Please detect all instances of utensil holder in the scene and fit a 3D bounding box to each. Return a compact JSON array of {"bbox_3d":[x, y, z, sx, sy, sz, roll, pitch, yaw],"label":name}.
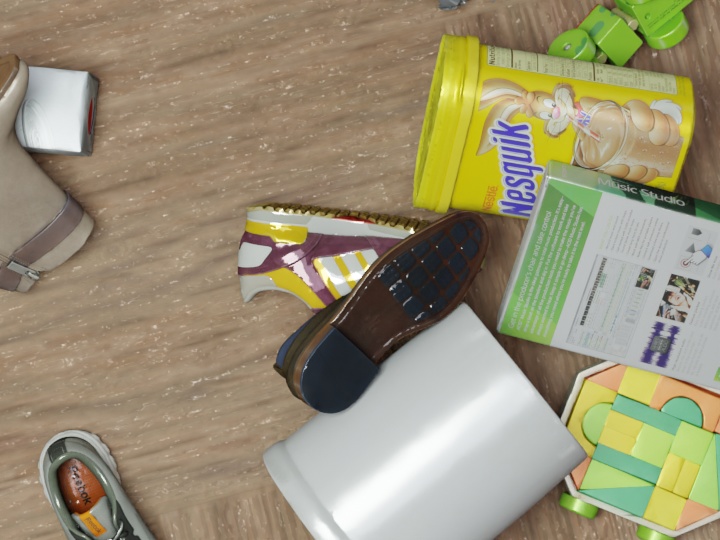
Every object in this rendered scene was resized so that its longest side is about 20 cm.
[{"bbox_3d":[0.052,0.146,1.515,0.200,0.170,0.170,-39,90,2],"label":"utensil holder"}]

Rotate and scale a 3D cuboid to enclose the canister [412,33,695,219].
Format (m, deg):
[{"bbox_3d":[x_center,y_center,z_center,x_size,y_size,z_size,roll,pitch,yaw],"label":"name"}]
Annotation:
[{"bbox_3d":[0.151,-0.103,1.539,0.199,0.087,0.149,8,134,-3],"label":"canister"}]

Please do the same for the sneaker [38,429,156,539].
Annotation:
[{"bbox_3d":[-0.199,0.222,1.562,0.074,0.079,0.201,-32,91,-3],"label":"sneaker"}]

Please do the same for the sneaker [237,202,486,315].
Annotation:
[{"bbox_3d":[0.000,0.000,1.575,0.199,0.075,0.091,9,98,6],"label":"sneaker"}]

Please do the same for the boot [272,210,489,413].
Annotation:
[{"bbox_3d":[0.010,0.023,1.516,0.200,0.097,0.075,-43,110,-13],"label":"boot"}]

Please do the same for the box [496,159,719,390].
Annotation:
[{"bbox_3d":[0.220,0.006,1.523,0.199,0.036,0.145,14,118,-4],"label":"box"}]

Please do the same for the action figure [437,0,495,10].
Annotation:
[{"bbox_3d":[0.048,-0.282,1.578,0.199,0.069,0.131,5,82,-4],"label":"action figure"}]

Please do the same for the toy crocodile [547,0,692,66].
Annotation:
[{"bbox_3d":[0.206,-0.195,1.582,0.200,0.062,0.068,-43,129,1],"label":"toy crocodile"}]

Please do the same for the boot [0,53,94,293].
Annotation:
[{"bbox_3d":[-0.272,-0.068,1.530,0.146,0.070,0.200,32,125,-28],"label":"boot"}]

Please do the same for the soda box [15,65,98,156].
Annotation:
[{"bbox_3d":[-0.316,-0.135,1.571,0.199,0.063,0.069,6,90,0],"label":"soda box"}]

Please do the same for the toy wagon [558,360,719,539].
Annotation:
[{"bbox_3d":[0.258,0.147,1.586,0.199,0.040,0.156,22,90,0],"label":"toy wagon"}]
